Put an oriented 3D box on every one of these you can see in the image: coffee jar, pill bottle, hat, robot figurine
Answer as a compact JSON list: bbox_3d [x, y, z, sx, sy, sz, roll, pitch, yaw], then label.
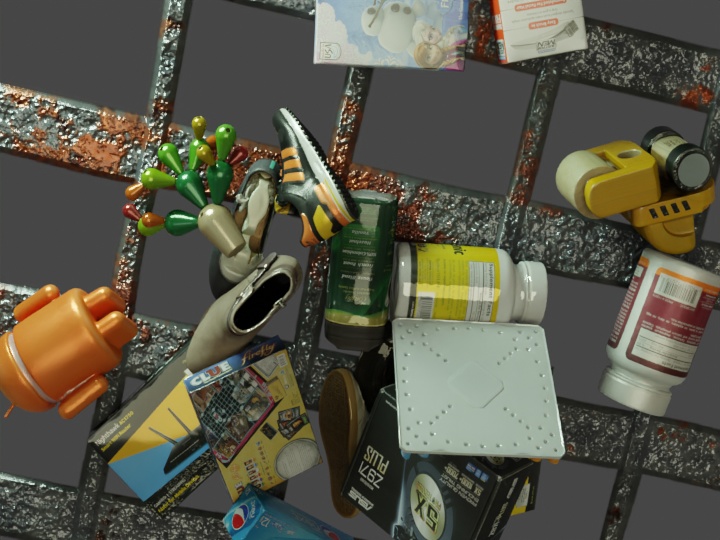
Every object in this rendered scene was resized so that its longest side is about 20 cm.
[{"bbox_3d":[0.000,0.000,1.539,0.084,0.104,0.204,5,98,2],"label":"coffee jar"},{"bbox_3d":[0.397,0.083,1.585,0.112,0.114,0.203,19,97,-8],"label":"pill bottle"},{"bbox_3d":[0.088,0.147,1.583,0.197,0.081,0.205,-1,99,-5],"label":"hat"},{"bbox_3d":[0.139,0.024,1.552,0.196,0.111,0.113,4,99,-6],"label":"pill bottle"},{"bbox_3d":[-0.385,0.101,1.515,0.198,0.117,0.145,-33,107,0],"label":"robot figurine"}]

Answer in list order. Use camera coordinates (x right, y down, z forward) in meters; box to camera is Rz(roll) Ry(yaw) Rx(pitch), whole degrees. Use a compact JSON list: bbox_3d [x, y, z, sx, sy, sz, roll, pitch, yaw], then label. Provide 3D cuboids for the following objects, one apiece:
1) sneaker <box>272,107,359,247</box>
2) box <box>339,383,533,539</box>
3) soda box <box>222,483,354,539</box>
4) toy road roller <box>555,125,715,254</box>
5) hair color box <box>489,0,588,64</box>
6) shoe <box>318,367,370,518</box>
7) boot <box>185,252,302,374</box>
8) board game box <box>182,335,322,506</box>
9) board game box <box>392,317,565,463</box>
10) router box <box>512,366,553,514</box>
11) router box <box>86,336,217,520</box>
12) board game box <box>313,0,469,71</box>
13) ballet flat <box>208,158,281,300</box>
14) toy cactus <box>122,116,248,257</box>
[{"bbox_3d":[-0.082,-0.118,1.484,0.090,0.070,0.201,-36,58,7],"label":"sneaker"},{"bbox_3d":[0.092,0.260,1.487,0.199,0.086,0.166,35,116,29],"label":"box"},{"bbox_3d":[-0.084,0.361,1.575,0.199,0.068,0.065,34,95,-32],"label":"soda box"},{"bbox_3d":[0.366,-0.091,1.553,0.196,0.123,0.148,-13,112,-4],"label":"toy road roller"},{"bbox_3d":[0.218,-0.375,1.518,0.109,0.064,0.204,-10,99,-5],"label":"hair color box"},{"bbox_3d":[-0.014,0.230,1.605,0.053,0.069,0.204,-10,99,-45],"label":"shoe"},{"bbox_3d":[-0.149,0.059,1.467,0.070,0.146,0.201,39,90,-7],"label":"boot"},{"bbox_3d":[-0.136,0.196,1.529,0.134,0.035,0.202,-24,125,-13],"label":"board game box"},{"bbox_3d":[0.139,0.147,1.450,0.196,0.202,0.026,3,137,-6],"label":"board game box"},{"bbox_3d":[0.182,0.226,1.577,0.148,0.051,0.204,-3,104,-42],"label":"router box"},{"bbox_3d":[-0.240,0.207,1.575,0.200,0.051,0.149,-42,99,2],"label":"router box"},{"bbox_3d":[0.042,-0.361,1.513,0.195,0.043,0.204,2,99,-4],"label":"board game box"},{"bbox_3d":[-0.149,-0.047,1.535,0.072,0.073,0.203,19,97,-8],"label":"ballet flat"},{"bbox_3d":[-0.203,-0.089,1.500,0.199,0.102,0.166,-41,81,16],"label":"toy cactus"}]
